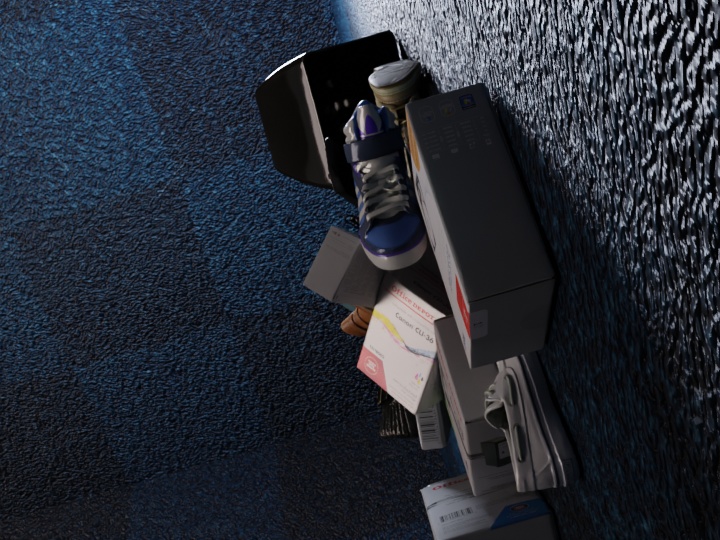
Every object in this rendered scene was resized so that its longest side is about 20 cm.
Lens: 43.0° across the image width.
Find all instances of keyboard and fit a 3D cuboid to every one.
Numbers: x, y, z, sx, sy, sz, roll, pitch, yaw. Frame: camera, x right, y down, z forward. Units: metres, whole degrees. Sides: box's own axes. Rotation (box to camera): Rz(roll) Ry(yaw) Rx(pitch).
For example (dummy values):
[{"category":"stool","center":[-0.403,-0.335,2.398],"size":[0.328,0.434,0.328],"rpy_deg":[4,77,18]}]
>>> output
[{"category":"keyboard","center":[-0.001,-0.089,1.172],"size":[0.200,0.039,0.105],"rpy_deg":[28,-136,-60]}]

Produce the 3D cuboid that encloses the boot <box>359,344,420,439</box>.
[{"category":"boot","center":[0.053,0.191,1.476],"size":[0.211,0.078,0.160],"rpy_deg":[145,118,-80]}]

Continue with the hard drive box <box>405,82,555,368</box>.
[{"category":"hard drive box","center":[0.106,-0.037,0.826],"size":[0.156,0.076,0.202],"rpy_deg":[75,180,-63]}]

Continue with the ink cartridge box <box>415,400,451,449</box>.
[{"category":"ink cartridge box","center":[0.105,0.140,1.364],"size":[0.200,0.040,0.203],"rpy_deg":[-30,-69,-76]}]

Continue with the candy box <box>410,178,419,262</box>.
[{"category":"candy box","center":[0.090,-0.056,1.320],"size":[0.200,0.071,0.170],"rpy_deg":[-122,17,-71]}]

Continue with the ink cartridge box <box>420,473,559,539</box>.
[{"category":"ink cartridge box","center":[0.164,0.330,1.177],"size":[0.200,0.143,0.085],"rpy_deg":[-108,2,-84]}]

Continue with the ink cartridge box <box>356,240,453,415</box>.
[{"category":"ink cartridge box","center":[0.076,0.070,1.194],"size":[0.116,0.067,0.202],"rpy_deg":[35,124,31]}]

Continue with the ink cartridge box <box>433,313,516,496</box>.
[{"category":"ink cartridge box","center":[0.151,0.160,1.112],"size":[0.201,0.083,0.147],"rpy_deg":[76,179,-52]}]

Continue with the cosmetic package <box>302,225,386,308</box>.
[{"category":"cosmetic package","center":[0.000,0.000,1.173],"size":[0.083,0.050,0.200],"rpy_deg":[-65,-21,4]}]

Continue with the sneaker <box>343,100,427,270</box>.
[{"category":"sneaker","center":[0.018,-0.110,1.042],"size":[0.201,0.080,0.148],"rpy_deg":[-93,-15,-54]}]

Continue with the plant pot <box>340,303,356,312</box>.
[{"category":"plant pot","center":[0.072,0.015,1.596],"size":[0.134,0.200,0.201],"rpy_deg":[36,162,23]}]

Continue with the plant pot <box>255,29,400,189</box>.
[{"category":"plant pot","center":[-0.049,-0.245,1.433],"size":[0.176,0.199,0.202],"rpy_deg":[1,111,48]}]

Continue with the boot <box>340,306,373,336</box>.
[{"category":"boot","center":[0.017,0.064,1.450],"size":[0.198,0.154,0.075],"rpy_deg":[14,-116,-41]}]

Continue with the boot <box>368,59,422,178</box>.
[{"category":"boot","center":[0.062,-0.201,1.243],"size":[0.200,0.071,0.157],"rpy_deg":[-89,-15,-73]}]

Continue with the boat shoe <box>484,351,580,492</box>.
[{"category":"boat shoe","center":[0.154,0.130,0.909],"size":[0.201,0.066,0.074],"rpy_deg":[-105,1,-54]}]

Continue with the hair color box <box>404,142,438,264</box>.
[{"category":"hair color box","center":[0.105,-0.063,1.045],"size":[0.201,0.060,0.102],"rpy_deg":[-104,-1,-51]}]
